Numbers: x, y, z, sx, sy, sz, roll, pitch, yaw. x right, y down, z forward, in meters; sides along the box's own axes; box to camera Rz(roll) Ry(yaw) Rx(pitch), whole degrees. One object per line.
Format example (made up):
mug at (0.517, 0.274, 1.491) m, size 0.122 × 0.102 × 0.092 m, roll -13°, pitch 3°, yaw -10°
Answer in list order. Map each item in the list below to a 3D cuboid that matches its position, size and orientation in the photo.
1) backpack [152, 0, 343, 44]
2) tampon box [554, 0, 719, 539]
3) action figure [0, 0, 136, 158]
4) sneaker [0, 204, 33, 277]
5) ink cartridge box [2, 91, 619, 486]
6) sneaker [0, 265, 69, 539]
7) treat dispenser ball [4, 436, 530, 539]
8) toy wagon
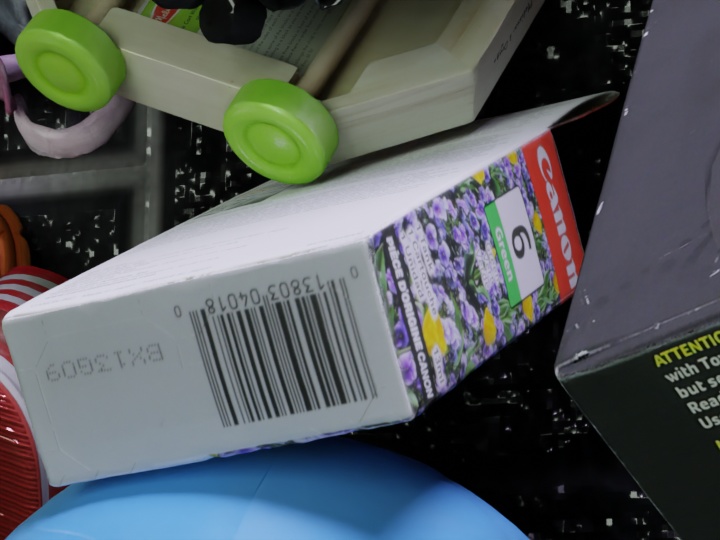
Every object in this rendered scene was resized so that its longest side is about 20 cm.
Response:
backpack at (-0.003, -0.178, 0.679) m, size 0.200 × 0.126 × 0.168 m, roll -34°, pitch 37°, yaw 43°
tampon box at (0.157, 0.026, 0.574) m, size 0.126 × 0.200 × 0.150 m, roll -23°, pitch 29°, yaw 30°
action figure at (-0.175, -0.089, 0.888) m, size 0.199 × 0.134 × 0.149 m, roll -25°, pitch 106°, yaw 29°
sneaker at (-0.210, -0.010, 0.887) m, size 0.199 × 0.078 × 0.076 m, roll -1°, pitch 80°, yaw 28°
ink cartridge box at (0.000, 0.000, 0.720) m, size 0.108 × 0.200 × 0.051 m, roll -12°, pitch 98°, yaw 26°
sneaker at (-0.103, 0.093, 0.824) m, size 0.078 × 0.116 × 0.201 m, roll 14°, pitch 120°, yaw 12°
treat dispenser ball at (-0.024, 0.143, 0.691) m, size 0.200 × 0.201 × 0.202 m, roll -5°, pitch 79°, yaw 27°
toy wagon at (-0.043, -0.105, 0.783) m, size 0.199 × 0.040 × 0.155 m, roll 19°, pitch 55°, yaw 18°
